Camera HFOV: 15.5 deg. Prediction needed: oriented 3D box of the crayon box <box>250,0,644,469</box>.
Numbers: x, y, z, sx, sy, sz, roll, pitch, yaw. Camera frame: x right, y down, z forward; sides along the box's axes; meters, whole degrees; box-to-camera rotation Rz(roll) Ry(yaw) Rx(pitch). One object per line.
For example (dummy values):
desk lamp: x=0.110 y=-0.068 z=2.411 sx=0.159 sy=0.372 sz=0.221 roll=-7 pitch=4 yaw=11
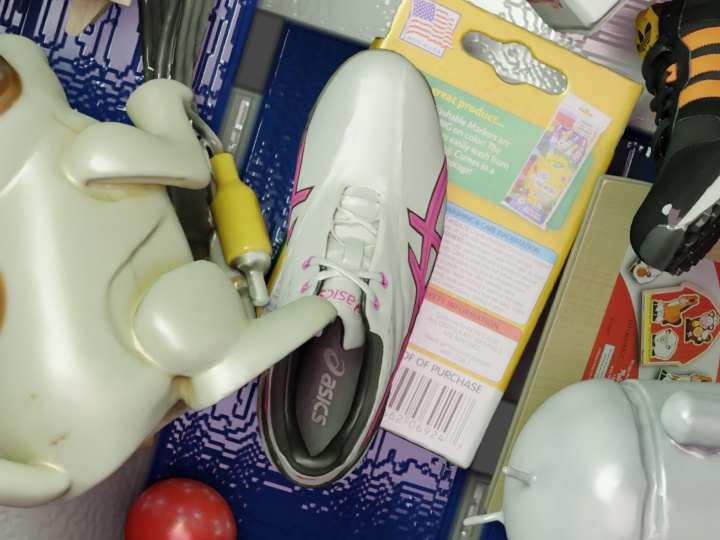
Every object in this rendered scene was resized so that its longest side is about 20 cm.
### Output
crayon box: x=0.036 y=-0.024 z=1.266 sx=0.125 sy=0.052 sz=0.201 roll=25 pitch=94 yaw=-5

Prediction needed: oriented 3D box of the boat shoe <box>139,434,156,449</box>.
boat shoe: x=-0.152 y=-0.004 z=1.245 sx=0.069 sy=0.074 sz=0.201 roll=-16 pitch=98 yaw=-5

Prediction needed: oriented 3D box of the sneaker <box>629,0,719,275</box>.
sneaker: x=0.154 y=-0.079 z=1.224 sx=0.090 sy=0.070 sz=0.200 roll=34 pitch=51 yaw=7

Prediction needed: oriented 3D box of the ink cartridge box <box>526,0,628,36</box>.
ink cartridge box: x=0.061 y=-0.208 z=1.202 sx=0.084 sy=0.144 sz=0.200 roll=-41 pitch=97 yaw=1

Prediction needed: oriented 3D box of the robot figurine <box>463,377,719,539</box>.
robot figurine: x=0.152 y=0.108 z=1.224 sx=0.199 sy=0.170 sz=0.113 roll=3 pitch=52 yaw=-13

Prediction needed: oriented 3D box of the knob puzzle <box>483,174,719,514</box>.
knob puzzle: x=0.177 y=0.056 z=1.289 sx=0.218 sy=0.030 sz=0.221 roll=-3 pitch=108 yaw=-10

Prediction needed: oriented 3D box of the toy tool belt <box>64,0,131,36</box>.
toy tool belt: x=-0.133 y=-0.167 z=1.166 sx=0.122 sy=0.200 sz=0.126 roll=12 pitch=116 yaw=5

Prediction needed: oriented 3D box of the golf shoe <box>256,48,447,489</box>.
golf shoe: x=0.000 y=0.000 z=1.195 sx=0.072 sy=0.092 sz=0.201 roll=9 pitch=94 yaw=-3

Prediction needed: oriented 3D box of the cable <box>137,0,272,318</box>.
cable: x=-0.081 y=-0.067 z=1.259 sx=0.050 sy=0.097 sz=0.201 roll=4 pitch=75 yaw=-33

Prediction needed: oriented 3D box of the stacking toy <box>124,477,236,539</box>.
stacking toy: x=-0.114 y=0.195 z=1.270 sx=0.085 sy=0.085 sz=0.201 roll=19 pitch=88 yaw=-5

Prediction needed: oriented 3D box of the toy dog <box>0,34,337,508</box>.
toy dog: x=-0.144 y=-0.010 z=1.130 sx=0.194 sy=0.139 sz=0.201 roll=-34 pitch=92 yaw=-30
